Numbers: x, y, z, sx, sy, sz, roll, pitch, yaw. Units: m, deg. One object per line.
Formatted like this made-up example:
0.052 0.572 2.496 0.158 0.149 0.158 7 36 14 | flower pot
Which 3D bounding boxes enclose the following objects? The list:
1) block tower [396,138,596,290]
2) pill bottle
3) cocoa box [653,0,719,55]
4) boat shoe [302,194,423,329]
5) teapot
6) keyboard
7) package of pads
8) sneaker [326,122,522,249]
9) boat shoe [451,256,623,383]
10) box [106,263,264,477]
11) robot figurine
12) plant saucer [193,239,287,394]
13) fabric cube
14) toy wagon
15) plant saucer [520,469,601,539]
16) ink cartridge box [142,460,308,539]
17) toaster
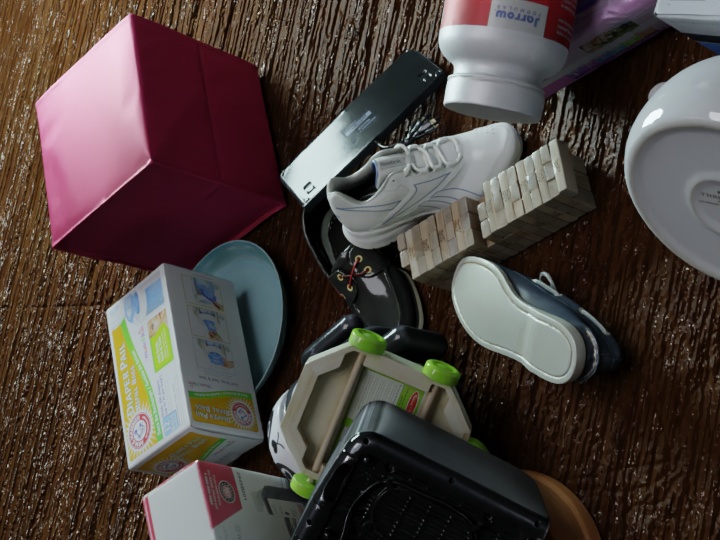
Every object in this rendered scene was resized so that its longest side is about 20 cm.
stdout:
0.126 -0.046 1.249 0.200 0.058 0.054 -32 56 38 | block tower
0.129 -0.231 1.153 0.112 0.112 0.200 9 89 48 | pill bottle
0.339 -0.264 1.037 0.133 0.131 0.200 15 88 48 | cocoa box
-0.002 0.002 1.364 0.074 0.063 0.201 -47 49 22 | boat shoe
0.308 -0.091 1.005 0.146 0.200 0.197 -47 -6 -27 | teapot
0.012 -0.134 1.379 0.200 0.021 0.127 -44 41 4 | keyboard
0.210 -0.251 1.210 0.200 0.076 0.121 -28 62 39 | package of pads
0.060 -0.087 1.288 0.200 0.087 0.075 -27 53 14 | sneaker
0.151 0.040 1.185 0.200 0.062 0.075 30 116 56 | boat shoe
-0.191 0.111 1.457 0.112 0.101 0.200 -37 53 32 | box
0.000 0.131 1.268 0.200 0.125 0.150 -40 16 30 | robot figurine
-0.145 0.066 1.518 0.200 0.027 0.200 -18 64 43 | plant saucer
-0.230 -0.134 1.548 0.196 0.200 0.200 -34 56 34 | fabric cube
0.033 0.147 1.173 0.040 0.200 0.155 -60 -8 -77 | toy wagon
0.121 0.270 1.162 0.200 0.037 0.200 -17 66 42 | plant saucer
-0.091 0.271 1.265 0.085 0.200 0.146 -36 53 26 | ink cartridge box
0.030 0.223 1.106 0.181 0.200 0.119 -64 1 12 | toaster
